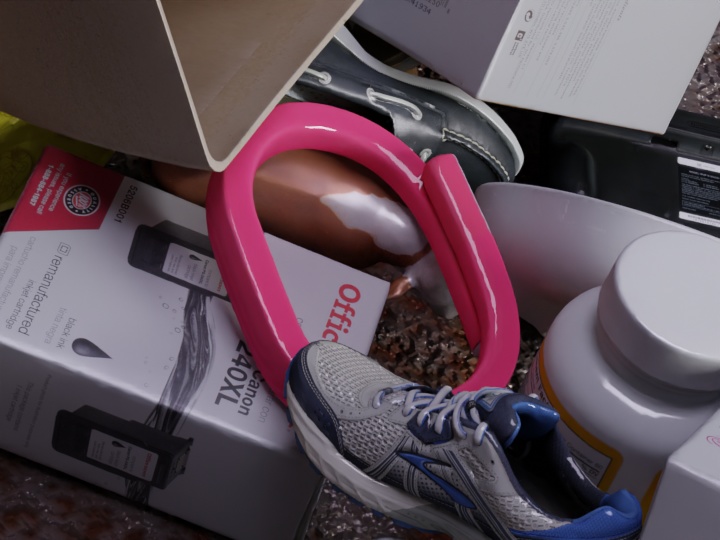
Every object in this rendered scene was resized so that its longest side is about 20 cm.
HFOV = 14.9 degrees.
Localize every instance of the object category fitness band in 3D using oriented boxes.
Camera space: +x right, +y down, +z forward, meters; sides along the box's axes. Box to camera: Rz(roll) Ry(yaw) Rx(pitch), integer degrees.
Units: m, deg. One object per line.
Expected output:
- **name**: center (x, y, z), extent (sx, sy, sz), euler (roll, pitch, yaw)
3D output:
- **fitness band**: center (0.000, 0.000, 1.392), extent (0.143, 0.037, 0.200), euler (-8, 61, -27)

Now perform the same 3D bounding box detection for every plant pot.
- **plant pot**: center (-0.132, -0.184, 1.401), extent (0.177, 0.200, 0.200), euler (2, 35, 29)

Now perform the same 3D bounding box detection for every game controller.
- **game controller**: center (0.204, -0.050, 1.660), extent (0.200, 0.042, 0.104), euler (12, 59, -10)

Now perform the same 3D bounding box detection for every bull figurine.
- **bull figurine**: center (-0.030, -0.036, 1.484), extent (0.200, 0.121, 0.065), euler (26, 86, -17)

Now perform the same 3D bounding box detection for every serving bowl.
- **serving bowl**: center (0.148, 0.016, 1.487), extent (0.200, 0.200, 0.066), euler (19, 83, -4)

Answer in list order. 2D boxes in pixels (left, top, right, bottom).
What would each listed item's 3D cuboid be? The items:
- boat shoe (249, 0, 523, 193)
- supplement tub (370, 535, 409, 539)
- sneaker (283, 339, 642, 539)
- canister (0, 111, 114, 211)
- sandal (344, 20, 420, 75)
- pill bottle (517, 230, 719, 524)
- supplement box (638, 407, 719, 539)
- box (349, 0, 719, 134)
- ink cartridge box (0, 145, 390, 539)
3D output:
- **boat shoe**: center (0.005, -0.082, 1.533), extent (0.200, 0.076, 0.060), euler (26, 51, -22)
- **supplement tub**: center (0.083, 0.206, 1.294), extent (0.200, 0.123, 0.123), euler (15, 44, -7)
- **sneaker**: center (0.053, 0.081, 1.265), extent (0.200, 0.085, 0.077), euler (35, 37, 21)
- **canister**: center (-0.243, -0.128, 1.518), extent (0.148, 0.087, 0.200), euler (-17, 54, -33)
- **sandal**: center (0.014, -0.134, 1.637), extent (0.082, 0.055, 0.200), euler (46, 30, 12)
- **pill bottle**: center (0.133, 0.077, 1.382), extent (0.113, 0.200, 0.113), euler (11, 45, -11)
- **supplement box**: center (0.202, 0.115, 1.259), extent (0.101, 0.103, 0.200), euler (25, 24, 18)
- **box**: center (0.099, -0.156, 1.568), extent (0.124, 0.098, 0.200), euler (35, 17, 34)
- **ink cartridge box**: center (-0.098, 0.041, 1.409), extent (0.200, 0.083, 0.145), euler (21, 44, -2)
